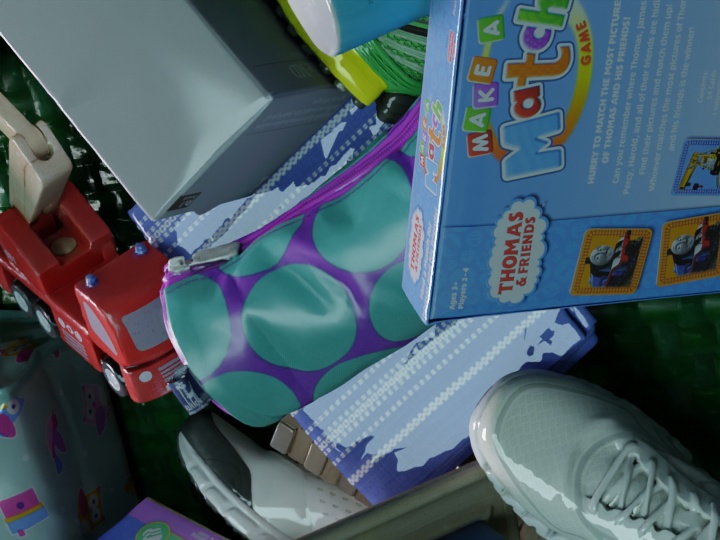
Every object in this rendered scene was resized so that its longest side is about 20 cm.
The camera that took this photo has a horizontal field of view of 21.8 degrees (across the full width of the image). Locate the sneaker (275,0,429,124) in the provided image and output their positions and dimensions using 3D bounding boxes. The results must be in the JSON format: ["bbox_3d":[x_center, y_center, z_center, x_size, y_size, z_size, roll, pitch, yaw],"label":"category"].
[{"bbox_3d":[-0.020,-0.164,0.820,0.200,0.078,0.085,43,120,-10],"label":"sneaker"}]

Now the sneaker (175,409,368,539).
[{"bbox_3d":[-0.010,0.131,0.972,0.199,0.074,0.080,37,88,17],"label":"sneaker"}]

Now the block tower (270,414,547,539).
[{"bbox_3d":[0.049,0.102,0.923,0.199,0.058,0.054,31,124,12],"label":"block tower"}]

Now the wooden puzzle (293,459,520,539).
[{"bbox_3d":[0.009,0.201,0.857,0.046,0.184,0.202,33,137,53],"label":"wooden puzzle"}]

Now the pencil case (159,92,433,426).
[{"bbox_3d":[0.002,-0.013,0.821,0.199,0.085,0.092,-35,115,18],"label":"pencil case"}]

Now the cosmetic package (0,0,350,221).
[{"bbox_3d":[-0.105,-0.126,0.831,0.200,0.107,0.090,47,111,6],"label":"cosmetic package"}]

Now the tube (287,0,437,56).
[{"bbox_3d":[0.062,-0.149,0.729,0.050,0.199,0.078,26,142,65],"label":"tube"}]

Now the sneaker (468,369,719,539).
[{"bbox_3d":[0.138,0.110,0.820,0.199,0.075,0.081,36,170,-1],"label":"sneaker"}]

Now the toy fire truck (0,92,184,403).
[{"bbox_3d":[-0.158,-0.035,0.927,0.199,0.049,0.142,34,148,42],"label":"toy fire truck"}]

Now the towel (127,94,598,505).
[{"bbox_3d":[0.000,0.000,0.881,0.145,0.024,0.200,-43,83,18],"label":"towel"}]

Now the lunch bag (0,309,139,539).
[{"bbox_3d":[-0.235,0.114,1.039,0.198,0.122,0.172,-3,114,23],"label":"lunch bag"}]

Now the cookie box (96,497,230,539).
[{"bbox_3d":[-0.054,0.238,0.979,0.170,0.075,0.201,21,140,40],"label":"cookie box"}]

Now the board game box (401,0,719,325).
[{"bbox_3d":[0.120,-0.060,0.739,0.198,0.037,0.153,-6,121,-19],"label":"board game box"}]
